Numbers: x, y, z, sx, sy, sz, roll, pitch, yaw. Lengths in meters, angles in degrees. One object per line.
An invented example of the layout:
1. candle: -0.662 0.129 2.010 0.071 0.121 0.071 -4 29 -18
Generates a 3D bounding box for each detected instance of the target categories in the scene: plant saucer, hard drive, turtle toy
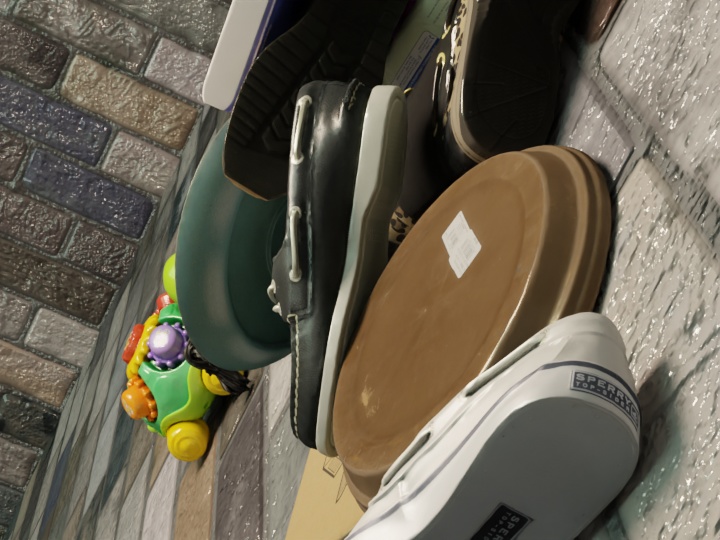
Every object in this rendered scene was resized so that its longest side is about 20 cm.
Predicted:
1. plant saucer: -0.052 -0.025 1.085 0.200 0.027 0.202 -32 -51 -48
2. plant saucer: 0.044 0.024 0.751 0.200 0.029 0.201 -50 21 27
3. hard drive: -0.046 -0.187 1.045 0.200 0.025 0.133 -57 -10 -69
4. turtle toy: -0.157 0.065 1.445 0.201 0.100 0.146 -62 13 21

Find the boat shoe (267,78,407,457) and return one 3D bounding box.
1. boat shoe: -0.018 -0.003 0.855 0.076 0.060 0.202 37 -118 -71

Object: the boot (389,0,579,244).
1. boot: 0.066 -0.119 0.913 0.151 0.072 0.202 134 152 -58

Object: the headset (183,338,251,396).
1. headset: -0.071 0.016 1.299 0.200 0.094 0.124 -44 15 22

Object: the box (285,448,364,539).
1. box: 0.012 0.079 0.875 0.200 0.021 0.165 131 159 -56

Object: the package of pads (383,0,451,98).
1. package of pads: 0.057 -0.184 1.071 0.155 0.068 0.201 -56 16 37

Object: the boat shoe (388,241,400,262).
1. boat shoe: 0.000 0.000 1.003 0.066 0.074 0.200 -29 13 10

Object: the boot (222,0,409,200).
1. boot: -0.029 -0.120 1.016 0.201 0.077 0.138 -57 6 -17

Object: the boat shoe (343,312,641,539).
1. boat shoe: 0.043 0.095 0.627 0.200 0.073 0.066 -46 17 34
